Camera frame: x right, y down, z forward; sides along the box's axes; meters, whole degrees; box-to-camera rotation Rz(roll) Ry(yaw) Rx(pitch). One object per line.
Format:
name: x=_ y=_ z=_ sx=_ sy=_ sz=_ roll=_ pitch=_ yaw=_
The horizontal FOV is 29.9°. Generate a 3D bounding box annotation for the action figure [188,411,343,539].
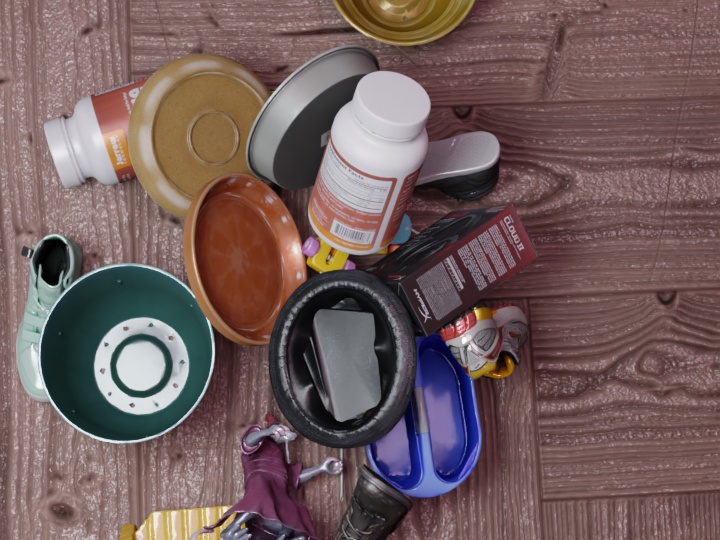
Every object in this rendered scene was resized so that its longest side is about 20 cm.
action figure: x=-0.110 y=0.255 z=1.584 sx=0.148 sy=0.201 sz=0.134 roll=-33 pitch=123 yaw=18

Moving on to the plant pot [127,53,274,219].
plant pot: x=-0.177 y=-0.157 z=1.603 sx=0.197 sy=0.027 sz=0.203 roll=-1 pitch=93 yaw=-25

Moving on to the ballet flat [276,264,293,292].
ballet flat: x=-0.144 y=-0.033 z=1.668 sx=0.069 sy=0.069 sz=0.201 roll=-32 pitch=84 yaw=-8

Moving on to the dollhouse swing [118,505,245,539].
dollhouse swing: x=-0.182 y=0.365 z=1.540 sx=0.197 sy=0.176 sz=0.185 roll=-4 pitch=81 yaw=-3

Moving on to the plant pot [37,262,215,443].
plant pot: x=-0.267 y=0.105 z=1.585 sx=0.197 sy=0.161 sz=0.204 roll=1 pitch=81 yaw=-4

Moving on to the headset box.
headset box: x=0.103 y=-0.005 z=1.607 sx=0.199 sy=0.148 sz=0.078 roll=-35 pitch=104 yaw=-22

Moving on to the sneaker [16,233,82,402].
sneaker: x=-0.378 y=0.053 z=1.609 sx=0.073 sy=0.118 sz=0.203 roll=6 pitch=81 yaw=-4

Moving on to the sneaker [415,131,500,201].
sneaker: x=0.084 y=-0.119 z=1.682 sx=0.197 sy=0.099 sz=0.072 roll=-5 pitch=67 yaw=15

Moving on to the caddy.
caddy: x=0.070 y=0.171 z=1.620 sx=0.139 sy=0.105 sz=0.203 roll=-8 pitch=81 yaw=-4

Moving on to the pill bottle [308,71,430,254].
pill bottle: x=0.013 y=-0.123 z=1.538 sx=0.111 sy=0.201 sz=0.113 roll=10 pitch=47 yaw=-10

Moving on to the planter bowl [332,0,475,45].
planter bowl: x=0.052 y=-0.371 z=1.721 sx=0.197 sy=0.083 sz=0.204 roll=0 pitch=80 yaw=-3

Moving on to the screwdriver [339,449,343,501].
screwdriver: x=-0.027 y=0.181 z=1.654 sx=0.029 sy=0.028 sz=0.203 roll=-1 pitch=79 yaw=28

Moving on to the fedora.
fedora: x=-0.011 y=0.103 z=1.556 sx=0.198 sy=0.091 sz=0.204 roll=-2 pitch=83 yaw=17

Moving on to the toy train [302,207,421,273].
toy train: x=0.000 y=0.000 z=1.669 sx=0.199 sy=0.055 sz=0.151 roll=-38 pitch=105 yaw=-22

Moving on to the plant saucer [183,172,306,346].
plant saucer: x=-0.136 y=-0.012 z=1.567 sx=0.032 sy=0.199 sz=0.203 roll=-14 pitch=79 yaw=35

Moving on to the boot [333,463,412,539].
boot: x=-0.019 y=0.325 z=1.547 sx=0.069 sy=0.201 sz=0.174 roll=34 pitch=69 yaw=18

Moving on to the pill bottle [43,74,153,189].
pill bottle: x=-0.281 y=-0.172 z=1.655 sx=0.198 sy=0.112 sz=0.114 roll=-20 pitch=82 yaw=-6

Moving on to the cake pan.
cake pan: x=-0.045 y=-0.172 z=1.573 sx=0.200 sy=0.201 sz=0.037 roll=-40 pitch=67 yaw=-9

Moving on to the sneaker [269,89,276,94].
sneaker: x=-0.036 y=-0.180 z=1.701 sx=0.197 sy=0.074 sz=0.085 roll=6 pitch=110 yaw=-7

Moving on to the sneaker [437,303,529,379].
sneaker: x=0.154 y=0.092 z=1.602 sx=0.077 sy=0.199 sz=0.083 roll=-30 pitch=78 yaw=24
